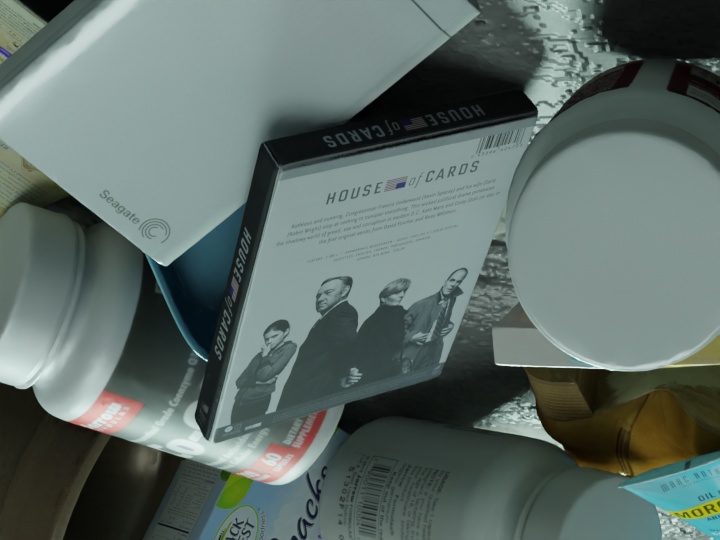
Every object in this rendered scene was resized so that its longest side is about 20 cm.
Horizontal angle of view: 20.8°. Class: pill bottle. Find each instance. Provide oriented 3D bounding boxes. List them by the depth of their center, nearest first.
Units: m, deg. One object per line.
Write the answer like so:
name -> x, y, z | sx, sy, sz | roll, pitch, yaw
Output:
pill bottle -> 0.123, -0.026, 0.853 | 0.113, 0.200, 0.115 | 2, 102, 12
pill bottle -> -0.114, 0.040, 1.097 | 0.199, 0.115, 0.114 | 20, 146, -26
pill bottle -> 0.077, 0.154, 1.173 | 0.199, 0.115, 0.114 | 4, 152, 50

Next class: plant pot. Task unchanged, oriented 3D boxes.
plant pot -> -0.214, 0.123, 1.228 | 0.174, 0.201, 0.201 | 21, 150, 18

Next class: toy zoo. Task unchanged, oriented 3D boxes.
toy zoo -> 0.144, 0.019, 0.965 | 0.130, 0.200, 0.021 | -2, 102, 18

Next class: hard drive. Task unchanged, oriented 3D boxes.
hard drive -> -0.061, -0.100, 0.896 | 0.200, 0.027, 0.132 | -37, 128, 16

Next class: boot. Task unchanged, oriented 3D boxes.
boot -> 0.198, 0.087, 1.134 | 0.200, 0.071, 0.144 | 5, 153, 28

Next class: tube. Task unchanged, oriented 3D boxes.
tube -> 0.206, 0.124, 1.081 | 0.077, 0.051, 0.200 | -24, 156, 17

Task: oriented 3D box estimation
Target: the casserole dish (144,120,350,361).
casserole dish -> -0.057, -0.037, 1.002 | 0.120, 0.039, 0.201 | -25, 130, -6

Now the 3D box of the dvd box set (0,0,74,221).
dvd box set -> -0.201, -0.087, 1.031 | 0.199, 0.030, 0.146 | -22, 135, 39

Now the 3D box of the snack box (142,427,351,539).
snack box -> -0.056, 0.195, 1.245 | 0.168, 0.201, 0.067 | 37, 161, -32

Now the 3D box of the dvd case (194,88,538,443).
dvd case -> 0.000, 0.000, 0.997 | 0.149, 0.025, 0.201 | -14, 141, -29
